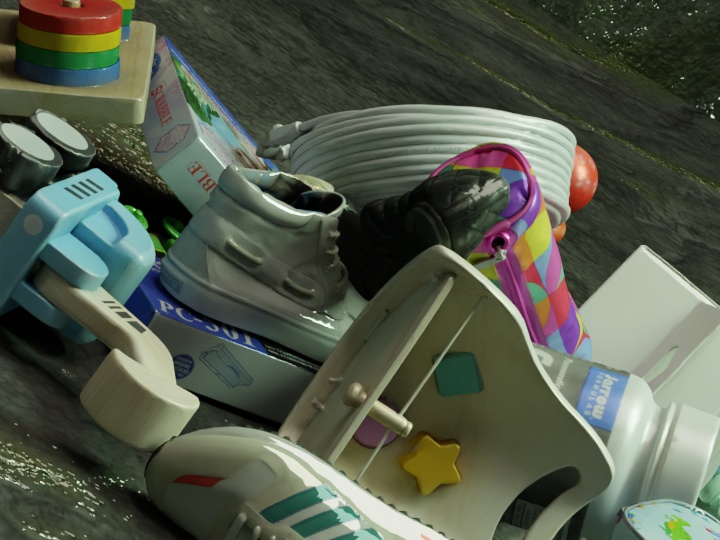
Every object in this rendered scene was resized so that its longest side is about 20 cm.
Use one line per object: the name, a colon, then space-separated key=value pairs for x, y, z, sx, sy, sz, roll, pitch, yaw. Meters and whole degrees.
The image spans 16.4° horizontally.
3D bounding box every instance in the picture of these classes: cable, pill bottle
cable: x=0.050 y=-0.063 z=1.741 sx=0.200 sy=0.069 sz=0.200 roll=11 pitch=-16 yaw=-39
pill bottle: x=0.115 y=0.106 z=1.560 sx=0.199 sy=0.114 sz=0.114 roll=17 pitch=14 yaw=8

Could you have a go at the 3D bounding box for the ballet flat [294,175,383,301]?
ballet flat: x=0.000 y=0.000 z=1.693 sx=0.200 sy=0.066 sz=0.057 roll=47 pitch=24 yaw=-38

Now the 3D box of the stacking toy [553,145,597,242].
stacking toy: x=0.108 y=-0.011 z=1.874 sx=0.085 sy=0.200 sz=0.085 roll=32 pitch=15 yaw=-10

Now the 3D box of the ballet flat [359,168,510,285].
ballet flat: x=0.043 y=-0.022 z=1.530 sx=0.067 sy=0.057 sz=0.200 roll=65 pitch=-15 yaw=-2

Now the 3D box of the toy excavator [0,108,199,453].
toy excavator: x=-0.159 y=0.010 z=1.445 sx=0.200 sy=0.100 sz=0.194 roll=37 pitch=15 yaw=4

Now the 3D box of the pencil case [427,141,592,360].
pencil case: x=0.097 y=0.004 z=1.662 sx=0.088 sy=0.088 sz=0.200 roll=48 pitch=-10 yaw=39

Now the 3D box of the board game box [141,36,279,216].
board game box: x=-0.083 y=-0.052 z=1.780 sx=0.200 sy=0.041 sz=0.200 roll=50 pitch=8 yaw=-27

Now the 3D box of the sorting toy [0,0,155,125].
sorting toy: x=-0.240 y=-0.168 z=1.703 sx=0.198 sy=0.070 sz=0.200 roll=5 pitch=20 yaw=-4

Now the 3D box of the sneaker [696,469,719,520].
sneaker: x=0.262 y=0.137 z=1.918 sx=0.200 sy=0.074 sz=0.118 roll=43 pitch=-17 yaw=55

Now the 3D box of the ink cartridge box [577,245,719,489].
ink cartridge box: x=0.209 y=0.084 z=1.802 sx=0.125 sy=0.129 sz=0.200 roll=41 pitch=-9 yaw=18

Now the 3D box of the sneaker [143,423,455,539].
sneaker: x=-0.030 y=0.156 z=1.338 sx=0.199 sy=0.070 sz=0.093 roll=28 pitch=31 yaw=-1

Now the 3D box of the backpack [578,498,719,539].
backpack: x=0.182 y=0.225 z=1.432 sx=0.183 sy=0.147 sz=0.200 roll=43 pitch=12 yaw=14

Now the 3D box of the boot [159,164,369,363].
boot: x=-0.029 y=-0.002 z=1.589 sx=0.200 sy=0.096 sz=0.074 roll=20 pitch=18 yaw=-45

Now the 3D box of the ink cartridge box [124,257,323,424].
ink cartridge box: x=-0.078 y=0.050 z=1.598 sx=0.200 sy=0.044 sz=0.094 roll=23 pitch=18 yaw=-36

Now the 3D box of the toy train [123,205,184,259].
toy train: x=-0.156 y=-0.015 z=1.641 sx=0.200 sy=0.042 sz=0.056 roll=15 pitch=35 yaw=-52

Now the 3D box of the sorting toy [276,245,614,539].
sorting toy: x=0.050 y=0.118 z=1.470 sx=0.180 sy=0.200 sz=0.107 roll=36 pitch=-7 yaw=-10
